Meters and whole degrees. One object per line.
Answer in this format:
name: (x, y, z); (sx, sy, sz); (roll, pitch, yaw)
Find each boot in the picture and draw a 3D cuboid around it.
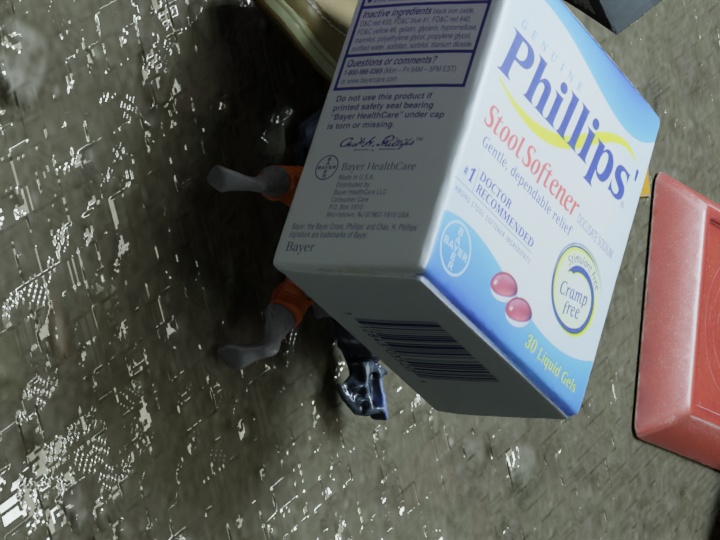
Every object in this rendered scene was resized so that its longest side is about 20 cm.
boot: (0.035, -0.172, 1.586); (0.072, 0.155, 0.200); (52, 15, 27)

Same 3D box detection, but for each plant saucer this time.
plant saucer: (0.275, 0.045, 2.054); (0.199, 0.037, 0.201); (23, 69, -55)

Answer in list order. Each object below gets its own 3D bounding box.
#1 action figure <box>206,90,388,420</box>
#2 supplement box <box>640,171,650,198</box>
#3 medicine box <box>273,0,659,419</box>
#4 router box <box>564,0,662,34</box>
action figure: (0.000, 0.000, 1.577); (0.193, 0.104, 0.201); (-23, 105, -44)
supplement box: (0.119, -0.074, 1.792); (0.200, 0.066, 0.069); (0, 86, -57)
medicine box: (0.064, -0.046, 1.511); (0.182, 0.102, 0.201); (42, 59, -46)
router box: (0.106, -0.262, 1.700); (0.052, 0.157, 0.200); (-36, 127, -8)
